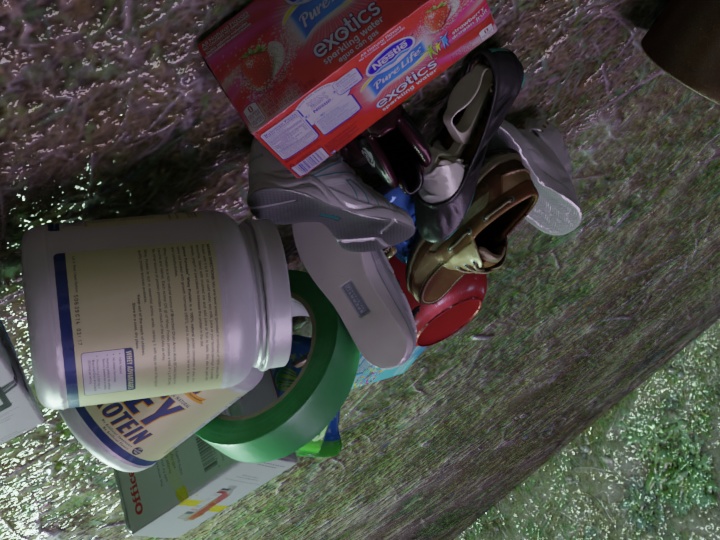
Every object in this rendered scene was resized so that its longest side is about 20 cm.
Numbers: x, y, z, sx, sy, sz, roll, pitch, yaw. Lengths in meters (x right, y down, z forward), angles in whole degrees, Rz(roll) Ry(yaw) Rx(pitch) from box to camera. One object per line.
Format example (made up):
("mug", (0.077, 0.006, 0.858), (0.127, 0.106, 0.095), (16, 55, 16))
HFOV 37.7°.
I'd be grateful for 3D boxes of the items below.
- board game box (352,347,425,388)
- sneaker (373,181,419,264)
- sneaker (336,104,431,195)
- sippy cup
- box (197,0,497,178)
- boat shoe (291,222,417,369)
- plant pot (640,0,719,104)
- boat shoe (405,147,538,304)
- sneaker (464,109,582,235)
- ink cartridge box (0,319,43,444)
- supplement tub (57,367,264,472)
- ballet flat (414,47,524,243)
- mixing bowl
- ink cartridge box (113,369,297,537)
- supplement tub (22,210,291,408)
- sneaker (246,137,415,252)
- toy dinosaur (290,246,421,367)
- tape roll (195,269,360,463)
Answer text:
("board game box", (0.015, 0.104, 1.458), (0.199, 0.047, 0.151), (-11, 149, -42))
("sneaker", (0.054, -0.048, 1.128), (0.066, 0.079, 0.200), (-28, 166, 3))
("sneaker", (0.024, -0.104, 0.958), (0.075, 0.116, 0.200), (-34, 158, 3))
("sippy cup", (-0.079, 0.147, 1.284), (0.139, 0.177, 0.132), (11, 91, -58))
("box", (-0.008, -0.176, 0.797), (0.199, 0.096, 0.100), (-36, 158, 6))
("boat shoe", (0.000, 0.000, 1.057), (0.072, 0.201, 0.068), (-34, 178, 20))
("plant pot", (0.417, -0.283, 1.079), (0.186, 0.187, 0.201), (-10, 134, -43))
("boat shoe", (0.114, -0.032, 1.090), (0.075, 0.074, 0.201), (-8, 141, -40))
("sneaker", (0.161, -0.134, 1.142), (0.073, 0.116, 0.200), (-32, 125, 31))
("ink cartridge box", (-0.317, 0.050, 0.816), (0.067, 0.116, 0.200), (-25, 155, -15))
("supplement tub", (-0.183, 0.084, 1.025), (0.199, 0.146, 0.145), (-38, 157, 10))
("ballet flat", (0.090, -0.125, 1.024), (0.068, 0.068, 0.201), (13, 103, -52))
("mixing bowl", (0.083, 0.022, 1.304), (0.199, 0.109, 0.201), (-29, 157, -13))
("ink cartridge box", (-0.186, 0.197, 1.214), (0.199, 0.146, 0.083), (-35, 148, 22))
("supplement tub", (-0.165, 0.028, 0.858), (0.198, 0.146, 0.145), (-6, 150, -15))
("sneaker", (-0.021, -0.073, 0.958), (0.070, 0.081, 0.199), (-27, 148, 34))
("toy dinosaur", (0.007, 0.050, 1.139), (0.201, 0.088, 0.048), (-58, 179, 27))
("tape roll", (-0.096, 0.097, 1.093), (0.200, 0.201, 0.048), (-36, 134, 8))
